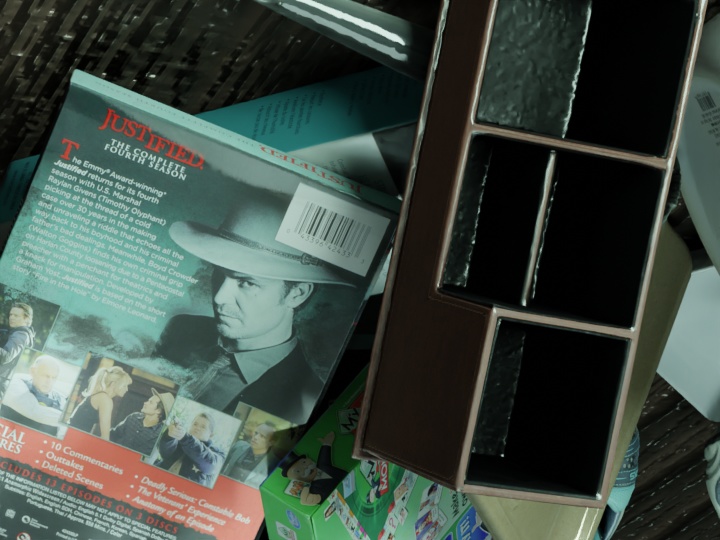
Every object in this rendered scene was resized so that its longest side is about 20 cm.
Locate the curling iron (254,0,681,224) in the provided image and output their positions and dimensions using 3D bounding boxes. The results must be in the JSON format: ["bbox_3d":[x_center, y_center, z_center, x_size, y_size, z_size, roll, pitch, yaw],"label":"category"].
[{"bbox_3d":[0.045,-0.066,1.025,0.200,0.050,0.026,30,161,-20],"label":"curling iron"}]

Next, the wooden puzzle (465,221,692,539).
[{"bbox_3d":[0.083,0.026,1.130,0.037,0.185,0.200,14,162,24],"label":"wooden puzzle"}]

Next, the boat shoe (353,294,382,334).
[{"bbox_3d":[0.000,0.000,1.209,0.062,0.073,0.200,-41,171,-38],"label":"boat shoe"}]

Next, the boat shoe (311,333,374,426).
[{"bbox_3d":[-0.050,0.067,1.150,0.200,0.060,0.074,-3,157,-24],"label":"boat shoe"}]

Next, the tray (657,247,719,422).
[{"bbox_3d":[0.194,0.028,1.323,0.107,0.022,0.200,-16,153,21],"label":"tray"}]

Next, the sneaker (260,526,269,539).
[{"bbox_3d":[-0.051,0.096,1.336,0.078,0.066,0.200,-27,-164,-28],"label":"sneaker"}]

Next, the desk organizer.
[{"bbox_3d":[0.063,-0.017,0.977,0.072,0.200,0.077,10,-177,-28],"label":"desk organizer"}]

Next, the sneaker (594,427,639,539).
[{"bbox_3d":[0.102,0.127,1.445,0.077,0.086,0.200,1,155,-9],"label":"sneaker"}]

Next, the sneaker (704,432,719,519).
[{"bbox_3d":[0.285,0.099,1.400,0.200,0.080,0.078,-16,-178,15],"label":"sneaker"}]

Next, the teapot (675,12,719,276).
[{"bbox_3d":[0.221,-0.040,1.024,0.146,0.200,0.198,-29,138,-11],"label":"teapot"}]

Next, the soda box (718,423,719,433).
[{"bbox_3d":[0.303,0.106,1.455,0.200,0.069,0.064,-10,160,13],"label":"soda box"}]

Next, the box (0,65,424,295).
[{"bbox_3d":[-0.048,-0.024,1.100,0.200,0.049,0.082,-13,127,18],"label":"box"}]

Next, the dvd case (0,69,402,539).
[{"bbox_3d":[-0.086,0.035,1.067,0.146,0.022,0.200,21,110,-8],"label":"dvd case"}]

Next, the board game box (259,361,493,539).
[{"bbox_3d":[0.017,0.110,1.152,0.029,0.135,0.200,29,150,25],"label":"board game box"}]
